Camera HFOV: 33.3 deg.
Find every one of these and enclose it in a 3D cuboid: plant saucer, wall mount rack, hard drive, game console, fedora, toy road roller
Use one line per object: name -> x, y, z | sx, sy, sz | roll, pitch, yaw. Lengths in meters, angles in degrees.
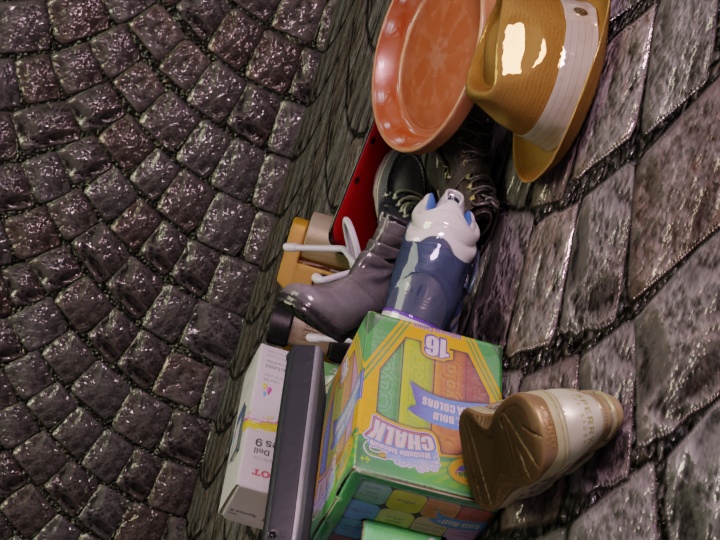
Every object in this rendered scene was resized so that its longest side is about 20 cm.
plant saucer -> 0.072, -0.211, 1.163 | 0.200, 0.032, 0.203 | -31, 54, 55
wall mount rack -> -0.027, 0.038, 1.359 | 0.174, 0.074, 0.202 | -131, 27, -72
hard drive -> -0.053, 0.184, 1.009 | 0.140, 0.032, 0.202 | 88, -175, -50
game console -> 0.005, -0.120, 1.471 | 0.172, 0.118, 0.202 | 19, 86, 61
fedora -> 0.139, -0.174, 1.011 | 0.201, 0.081, 0.203 | -165, 90, -80
toy road roller -> -0.051, 0.030, 1.640 | 0.146, 0.121, 0.203 | 64, -139, -88

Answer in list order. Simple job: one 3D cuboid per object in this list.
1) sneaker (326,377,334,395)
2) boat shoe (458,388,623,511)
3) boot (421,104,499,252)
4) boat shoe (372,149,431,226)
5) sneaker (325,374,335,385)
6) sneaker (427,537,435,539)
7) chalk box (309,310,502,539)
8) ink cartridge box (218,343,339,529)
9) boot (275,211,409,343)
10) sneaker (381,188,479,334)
sneaker -> -0.024, 0.163, 1.171 | 0.201, 0.067, 0.090 | -58, 11, 42
boat shoe -> 0.115, 0.119, 0.814 | 0.200, 0.062, 0.074 | 134, 125, -74
boot -> 0.112, -0.110, 1.154 | 0.175, 0.068, 0.201 | -95, 18, -49
boat shoe -> 0.059, -0.060, 1.337 | 0.093, 0.074, 0.202 | 135, 141, -60
sneaker -> -0.007, 0.164, 1.309 | 0.200, 0.072, 0.072 | 77, -171, -68
sneaker -> 0.074, 0.227, 0.792 | 0.201, 0.074, 0.116 | 115, 164, -56
chalk box -> 0.037, 0.158, 0.965 | 0.124, 0.123, 0.202 | 117, 164, -46
ink cartridge box -> -0.076, 0.206, 1.429 | 0.088, 0.144, 0.202 | 121, 163, -49
boot -> 0.000, 0.000, 1.149 | 0.133, 0.069, 0.200 | -61, -22, 3
sneaker -> 0.071, 0.003, 1.104 | 0.200, 0.080, 0.148 | 56, -125, -80
